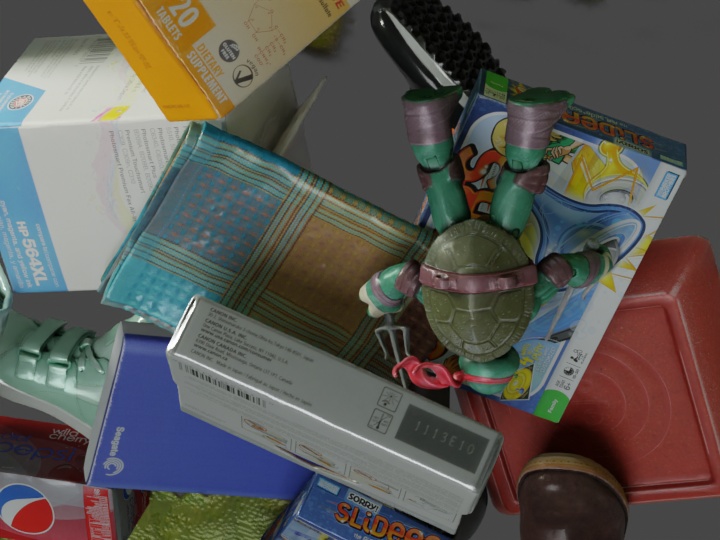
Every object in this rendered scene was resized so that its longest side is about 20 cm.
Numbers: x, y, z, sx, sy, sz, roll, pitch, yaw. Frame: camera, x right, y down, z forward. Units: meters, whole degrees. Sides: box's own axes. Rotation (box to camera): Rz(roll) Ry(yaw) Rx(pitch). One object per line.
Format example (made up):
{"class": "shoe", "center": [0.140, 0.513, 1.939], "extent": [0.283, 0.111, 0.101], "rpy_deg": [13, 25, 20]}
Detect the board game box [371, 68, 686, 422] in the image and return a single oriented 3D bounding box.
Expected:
{"class": "board game box", "center": [0.098, -0.012, 1.506], "extent": [0.135, 0.034, 0.200], "rpy_deg": [19, 122, -6]}

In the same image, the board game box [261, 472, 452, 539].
{"class": "board game box", "center": [0.004, 0.204, 1.682], "extent": [0.135, 0.034, 0.200], "rpy_deg": [27, 159, -4]}

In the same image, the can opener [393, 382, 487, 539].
{"class": "can opener", "center": [0.050, 0.112, 1.663], "extent": [0.053, 0.067, 0.200], "rpy_deg": [41, 143, 41]}

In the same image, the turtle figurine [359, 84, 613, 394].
{"class": "turtle figurine", "center": [0.074, -0.004, 1.428], "extent": [0.150, 0.101, 0.200], "rpy_deg": [-1, 106, 0]}

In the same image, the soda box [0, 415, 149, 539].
{"class": "soda box", "center": [-0.257, 0.149, 1.779], "extent": [0.200, 0.070, 0.063], "rpy_deg": [7, 122, 14]}

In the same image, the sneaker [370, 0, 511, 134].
{"class": "sneaker", "center": [0.062, -0.082, 1.530], "extent": [0.200, 0.070, 0.090], "rpy_deg": [44, 120, -14]}

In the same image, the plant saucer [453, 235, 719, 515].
{"class": "plant saucer", "center": [0.153, 0.081, 1.625], "extent": [0.200, 0.037, 0.200], "rpy_deg": [-8, 118, 21]}

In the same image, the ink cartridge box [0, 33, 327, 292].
{"class": "ink cartridge box", "center": [-0.124, -0.071, 1.562], "extent": [0.200, 0.129, 0.125], "rpy_deg": [-1, 121, 18]}

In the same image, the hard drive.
{"class": "hard drive", "center": [-0.076, 0.098, 1.664], "extent": [0.200, 0.025, 0.132], "rpy_deg": [5, 127, -17]}

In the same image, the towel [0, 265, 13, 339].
{"class": "towel", "center": [-0.295, 0.030, 1.654], "extent": [0.048, 0.200, 0.171], "rpy_deg": [1, 128, -29]}

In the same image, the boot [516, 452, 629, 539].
{"class": "boot", "center": [0.137, 0.231, 1.613], "extent": [0.072, 0.166, 0.200], "rpy_deg": [0, 143, 13]}

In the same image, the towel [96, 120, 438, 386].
{"class": "towel", "center": [-0.044, 0.005, 1.501], "extent": [0.200, 0.022, 0.147], "rpy_deg": [26, 122, -9]}

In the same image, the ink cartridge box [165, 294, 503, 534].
{"class": "ink cartridge box", "center": [-0.017, 0.091, 1.493], "extent": [0.200, 0.044, 0.174], "rpy_deg": [24, 168, 4]}

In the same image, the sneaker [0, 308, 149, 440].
{"class": "sneaker", "center": [-0.188, 0.046, 1.693], "extent": [0.200, 0.074, 0.118], "rpy_deg": [31, 122, -3]}

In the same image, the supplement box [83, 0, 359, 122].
{"class": "supplement box", "center": [-0.060, -0.194, 1.421], "extent": [0.126, 0.200, 0.074], "rpy_deg": [55, 157, -19]}
